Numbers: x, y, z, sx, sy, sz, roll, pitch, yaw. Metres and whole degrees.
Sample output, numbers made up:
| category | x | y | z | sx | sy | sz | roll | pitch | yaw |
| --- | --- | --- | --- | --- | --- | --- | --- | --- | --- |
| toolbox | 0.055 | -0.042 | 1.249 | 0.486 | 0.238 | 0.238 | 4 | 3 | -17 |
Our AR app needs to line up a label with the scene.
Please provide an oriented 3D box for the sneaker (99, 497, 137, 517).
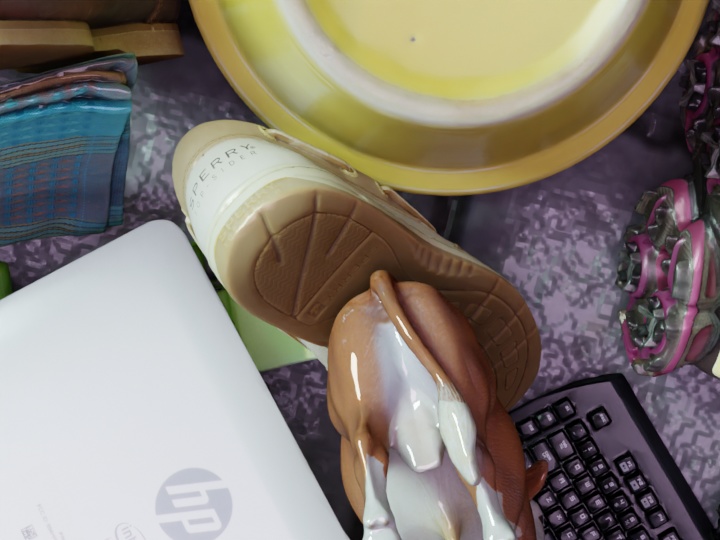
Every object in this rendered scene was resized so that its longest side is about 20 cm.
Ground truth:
| category | x | y | z | sx | sy | sz | roll | pitch | yaw |
| --- | --- | --- | --- | --- | --- | --- | --- | --- | --- |
| sneaker | -0.041 | 0.148 | 1.084 | 0.200 | 0.085 | 0.077 | 42 | 96 | -6 |

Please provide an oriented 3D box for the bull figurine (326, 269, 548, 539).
| category | x | y | z | sx | sy | sz | roll | pitch | yaw |
| --- | --- | --- | --- | --- | --- | --- | --- | --- | --- |
| bull figurine | 0.033 | 0.087 | 1.015 | 0.065 | 0.122 | 0.200 | -19 | 139 | 7 |

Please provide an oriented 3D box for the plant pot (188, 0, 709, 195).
| category | x | y | z | sx | sy | sz | roll | pitch | yaw |
| --- | --- | --- | --- | --- | --- | --- | --- | --- | --- |
| plant pot | 0.033 | -0.121 | 0.996 | 0.200 | 0.189 | 0.201 | 0 | 98 | -1 |

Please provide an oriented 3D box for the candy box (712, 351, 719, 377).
| category | x | y | z | sx | sy | sz | roll | pitch | yaw |
| --- | --- | --- | --- | --- | --- | --- | --- | --- | --- |
| candy box | 0.210 | -0.001 | 1.013 | 0.055 | 0.200 | 0.116 | 25 | 99 | 35 |

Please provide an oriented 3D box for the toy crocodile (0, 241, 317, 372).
| category | x | y | z | sx | sy | sz | roll | pitch | yaw |
| --- | --- | --- | --- | --- | --- | --- | --- | --- | --- |
| toy crocodile | -0.108 | 0.030 | 1.080 | 0.200 | 0.062 | 0.068 | -6 | 98 | 0 |

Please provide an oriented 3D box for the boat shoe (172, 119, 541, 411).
| category | x | y | z | sx | sy | sz | roll | pitch | yaw |
| --- | --- | --- | --- | --- | --- | --- | --- | --- | --- |
| boat shoe | 0.000 | 0.000 | 1.038 | 0.074 | 0.200 | 0.069 | -43 | 53 | 4 |

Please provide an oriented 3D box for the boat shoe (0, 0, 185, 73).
| category | x | y | z | sx | sy | sz | roll | pitch | yaw |
| --- | --- | --- | --- | --- | --- | --- | --- | --- | --- |
| boat shoe | -0.116 | -0.101 | 0.977 | 0.070 | 0.200 | 0.070 | -6 | 94 | 13 |

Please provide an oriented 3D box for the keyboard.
| category | x | y | z | sx | sy | sz | roll | pitch | yaw |
| --- | --- | --- | --- | --- | --- | --- | --- | --- | --- |
| keyboard | 0.125 | 0.131 | 1.106 | 0.104 | 0.040 | 0.200 | -31 | 98 | 5 |

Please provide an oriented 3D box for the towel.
| category | x | y | z | sx | sy | sz | roll | pitch | yaw |
| --- | --- | --- | --- | --- | --- | --- | --- | --- | --- |
| towel | -0.176 | -0.020 | 1.012 | 0.200 | 0.147 | 0.022 | -15 | 75 | -12 |

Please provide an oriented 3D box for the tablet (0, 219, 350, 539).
| category | x | y | z | sx | sy | sz | roll | pitch | yaw |
| --- | --- | --- | --- | --- | --- | --- | --- | --- | --- |
| tablet | -0.078 | 0.096 | 1.036 | 0.130 | 0.014 | 0.200 | -28 | 84 | -3 |

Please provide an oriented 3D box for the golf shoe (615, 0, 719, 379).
| category | x | y | z | sx | sy | sz | roll | pitch | yaw |
| --- | --- | --- | --- | --- | --- | --- | --- | --- | --- |
| golf shoe | 0.159 | -0.040 | 1.037 | 0.092 | 0.073 | 0.200 | 2 | 136 | -14 |
